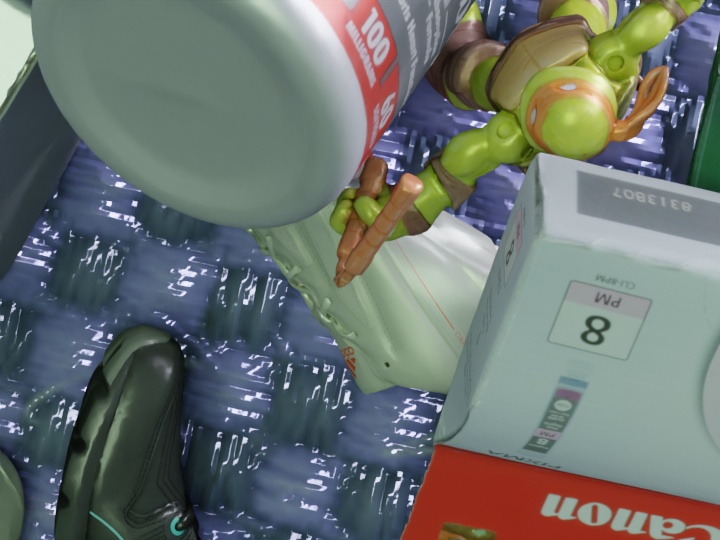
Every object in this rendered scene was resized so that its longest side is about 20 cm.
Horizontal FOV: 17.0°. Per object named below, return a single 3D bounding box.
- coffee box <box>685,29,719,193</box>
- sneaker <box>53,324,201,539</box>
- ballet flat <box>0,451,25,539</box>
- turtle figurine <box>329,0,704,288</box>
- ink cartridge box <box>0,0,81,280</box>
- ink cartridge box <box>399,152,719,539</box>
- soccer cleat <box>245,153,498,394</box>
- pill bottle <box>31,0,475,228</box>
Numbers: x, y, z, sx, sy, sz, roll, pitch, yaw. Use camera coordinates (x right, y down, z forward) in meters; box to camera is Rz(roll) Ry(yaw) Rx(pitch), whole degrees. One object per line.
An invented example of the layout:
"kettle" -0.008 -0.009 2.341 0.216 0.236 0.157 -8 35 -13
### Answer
"coffee box" 0.161 0.013 0.807 0.122 0.044 0.201 12 132 4
"sneaker" -0.079 0.118 0.889 0.079 0.075 0.202 10 104 -4
"ballet flat" -0.165 0.163 0.897 0.069 0.069 0.202 7 95 6
"turtle figurine" 0.070 -0.072 0.803 0.064 0.161 0.200 42 103 -16
"ink cartridge box" -0.204 -0.077 0.844 0.199 0.145 0.145 34 97 2
"ink cartridge box" 0.108 0.064 0.792 0.161 0.057 0.201 12 127 -6
"soccer cleat" 0.000 0.000 0.867 0.199 0.069 0.078 29 100 1
"pill bottle" -0.011 -0.118 0.788 0.115 0.200 0.116 20 140 17
